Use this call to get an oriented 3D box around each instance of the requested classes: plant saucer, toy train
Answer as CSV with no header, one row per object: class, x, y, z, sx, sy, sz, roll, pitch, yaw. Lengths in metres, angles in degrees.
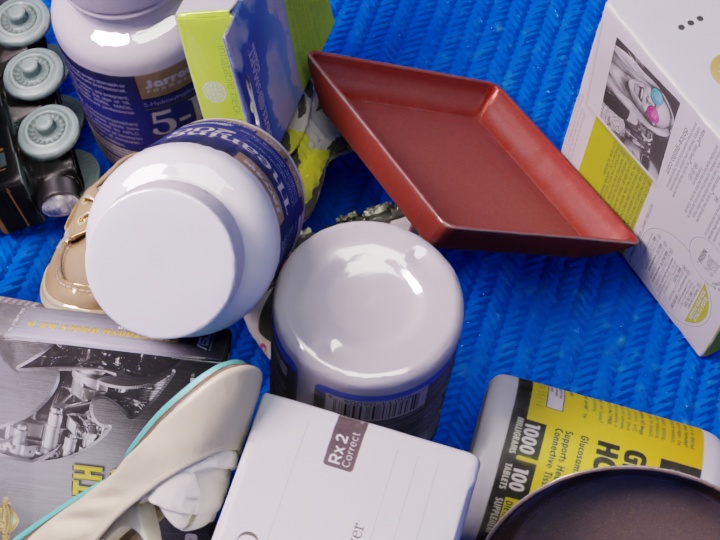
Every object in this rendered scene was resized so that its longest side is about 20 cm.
plant saucer,0.165,0.202,0.911,0.199,0.201,0.032,15,21,5
toy train,-0.265,-0.117,1.114,0.114,0.085,0.201,-18,61,-4
plant saucer,0.074,-0.075,1.079,0.199,0.037,0.200,4,38,-42

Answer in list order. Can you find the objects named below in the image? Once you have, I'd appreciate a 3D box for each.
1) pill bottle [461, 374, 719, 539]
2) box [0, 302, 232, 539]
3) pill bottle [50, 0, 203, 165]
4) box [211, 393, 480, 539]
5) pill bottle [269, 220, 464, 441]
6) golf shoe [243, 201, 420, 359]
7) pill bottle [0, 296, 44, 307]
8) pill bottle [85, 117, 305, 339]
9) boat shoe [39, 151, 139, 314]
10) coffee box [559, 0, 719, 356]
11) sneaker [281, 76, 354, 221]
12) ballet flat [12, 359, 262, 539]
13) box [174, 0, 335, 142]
pill bottle,0.166,0.145,0.967,0.199,0.113,0.113,15,59,5
box,-0.164,0.124,0.910,0.158,0.201,0.048,7,23,-1
pill bottle,-0.153,-0.167,1.072,0.119,0.200,0.120,-3,59,4
box,-0.028,0.212,0.859,0.130,0.200,0.199,16,58,5
pill bottle,-0.001,0.067,0.951,0.113,0.200,0.114,2,59,-4
golf shoe,0.000,0.000,1.078,0.199,0.077,0.088,-20,93,-25
pill bottle,-0.214,0.076,0.980,0.199,0.111,0.111,10,58,1
pill bottle,-0.097,-0.025,0.886,0.110,0.200,0.111,1,103,4
boat shoe,-0.168,-0.028,1.016,0.073,0.069,0.200,11,23,-4
coffee box,0.288,-0.095,1.073,0.199,0.200,0.198,-26,65,-18
sneaker,-0.059,-0.090,1.116,0.075,0.084,0.200,55,39,-17
ballet flat,-0.116,0.130,0.845,0.069,0.200,0.070,38,26,-22
box,-0.071,-0.167,1.041,0.047,0.122,0.200,1,42,17
